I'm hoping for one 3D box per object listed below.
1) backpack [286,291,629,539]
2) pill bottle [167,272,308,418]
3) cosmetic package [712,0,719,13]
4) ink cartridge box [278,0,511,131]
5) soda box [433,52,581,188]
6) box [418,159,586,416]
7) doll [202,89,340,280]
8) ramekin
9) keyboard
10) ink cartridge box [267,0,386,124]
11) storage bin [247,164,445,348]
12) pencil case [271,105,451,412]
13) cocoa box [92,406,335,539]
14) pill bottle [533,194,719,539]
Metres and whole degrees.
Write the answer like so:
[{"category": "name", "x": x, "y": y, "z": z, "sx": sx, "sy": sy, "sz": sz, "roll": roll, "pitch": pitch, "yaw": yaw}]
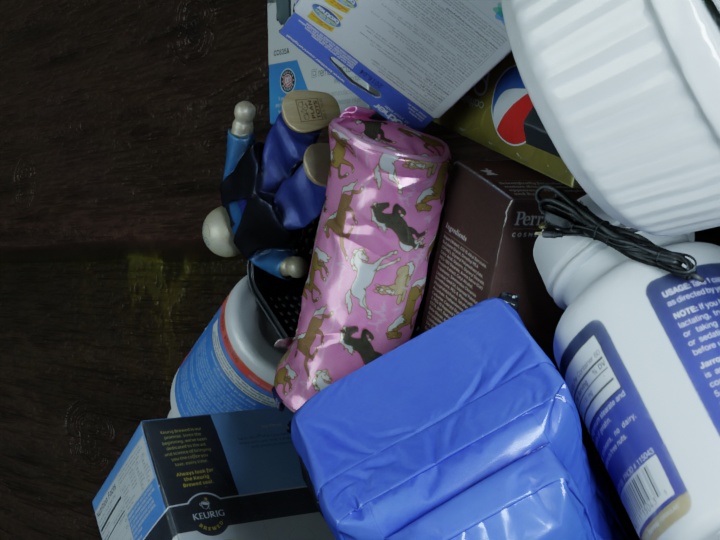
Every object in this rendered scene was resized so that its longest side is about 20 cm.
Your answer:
[{"category": "backpack", "x": 0.068, "y": 0.153, "z": 0.854, "sx": 0.168, "sy": 0.161, "sz": 0.201, "roll": -113, "pitch": -3, "yaw": -48}, {"category": "pill bottle", "x": -0.093, "y": 0.093, "z": 1.244, "sx": 0.200, "sy": 0.111, "sz": 0.113, "roll": -51, "pitch": 51, "yaw": 46}, {"category": "cosmetic package", "x": 0.216, "y": -0.114, "z": 0.653, "sx": 0.084, "sy": 0.108, "sz": 0.201, "roll": -24, "pitch": 114, "yaw": 28}, {"category": "ink cartridge box", "x": 0.037, "y": -0.165, "z": 0.900, "sx": 0.042, "sy": 0.119, "sz": 0.200, "roll": -60, "pitch": 11, "yaw": -32}, {"category": "soda box", "x": 0.104, "y": -0.114, "z": 0.970, "sx": 0.200, "sy": 0.063, "sz": 0.068, "roll": 34, "pitch": 119, "yaw": 52}, {"category": "box", "x": 0.097, "y": 0.035, "z": 0.956, "sx": 0.075, "sy": 0.099, "sz": 0.202, "roll": 38, "pitch": 124, "yaw": 54}, {"category": "doll", "x": -0.066, "y": -0.061, "z": 1.083, "sx": 0.200, "sy": 0.048, "sz": 0.138, "roll": -41, "pitch": 67, "yaw": 58}, {"category": "ramekin", "x": 0.147, "y": -0.111, "z": 0.720, "sx": 0.094, "sy": 0.202, "sz": 0.204, "roll": -23, "pitch": 71, "yaw": 31}, {"category": "keyboard", "x": 0.170, "y": -0.052, "z": 0.801, "sx": 0.199, "sy": 0.021, "sz": 0.127, "roll": 26, "pitch": 72, "yaw": 35}, {"category": "ink cartridge box", "x": -0.002, "y": -0.211, "z": 1.109, "sx": 0.146, "sy": 0.085, "sz": 0.202, "roll": 2, "pitch": 95, "yaw": 57}, {"category": "storage bin", "x": 0.009, "y": 0.010, "z": 1.101, "sx": 0.200, "sy": 0.093, "sz": 0.136, "roll": 53, "pitch": 133, "yaw": 40}, {"category": "pencil case", "x": 0.000, "y": 0.000, "z": 0.960, "sx": 0.083, "sy": 0.086, "sz": 0.202, "roll": -75, "pitch": 0, "yaw": -71}, {"category": "cocoa box", "x": -0.086, "y": 0.193, "z": 1.160, "sx": 0.134, "sy": 0.198, "sz": 0.132, "roll": -54, "pitch": 49, "yaw": 44}, {"category": "pill bottle", "x": 0.175, "y": 0.055, "z": 0.822, "sx": 0.120, "sy": 0.119, "sz": 0.201, "roll": -53, "pitch": 49, "yaw": 44}]
